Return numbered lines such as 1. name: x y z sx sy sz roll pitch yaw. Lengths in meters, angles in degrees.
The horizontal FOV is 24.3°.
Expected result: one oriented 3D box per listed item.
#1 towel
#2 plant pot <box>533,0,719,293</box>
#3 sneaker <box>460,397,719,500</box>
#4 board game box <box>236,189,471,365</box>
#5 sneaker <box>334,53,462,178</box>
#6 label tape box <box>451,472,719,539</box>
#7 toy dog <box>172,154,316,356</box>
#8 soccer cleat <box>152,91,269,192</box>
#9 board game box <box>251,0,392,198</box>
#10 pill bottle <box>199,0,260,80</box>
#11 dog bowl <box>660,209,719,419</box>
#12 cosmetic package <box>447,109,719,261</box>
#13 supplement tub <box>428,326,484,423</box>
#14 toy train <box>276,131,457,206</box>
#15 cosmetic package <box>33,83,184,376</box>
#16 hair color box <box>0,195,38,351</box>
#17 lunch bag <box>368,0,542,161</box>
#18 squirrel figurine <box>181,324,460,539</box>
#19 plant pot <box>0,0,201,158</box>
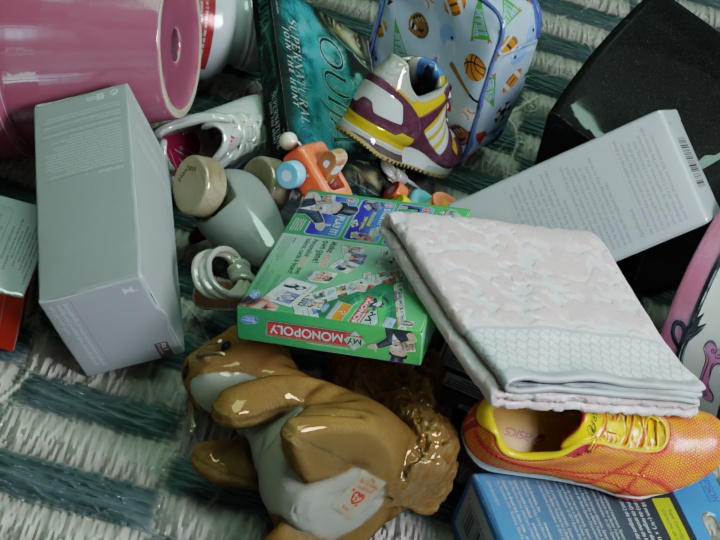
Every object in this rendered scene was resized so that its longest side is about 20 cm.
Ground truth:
1. towel: 0.133 0.028 1.207 0.200 0.032 0.191 6 37 -35
2. plant pot: 0.265 -0.098 1.525 0.177 0.200 0.199 -33 61 -32
3. sneaker: 0.173 0.122 1.197 0.200 0.077 0.073 2 70 -12
4. board game box: 0.000 0.000 1.246 0.134 0.029 0.200 9 29 11
5. sneaker: 0.055 -0.139 1.470 0.075 0.090 0.200 36 13 18
6. label tape box: 0.183 0.216 1.211 0.200 0.063 0.144 2 41 -20
7. toy dog: -0.095 -0.006 1.349 0.132 0.096 0.200 19 40 -25
8. soccer cleat: -0.110 -0.112 1.451 0.200 0.086 0.070 -24 94 -35
9. board game box: -0.034 -0.156 1.508 0.135 0.028 0.200 26 44 -40
10. pill bottle: -0.184 -0.236 1.555 0.200 0.112 0.112 3 41 -19
11. dog bowl: 0.308 0.028 1.385 0.074 0.200 0.200 24 38 19
12. cosmetic package: 0.186 -0.049 1.398 0.102 0.200 0.071 68 22 3
13. supplement tub: 0.113 0.068 1.310 0.200 0.123 0.123 23 39 6
14. toy train: 0.020 -0.065 1.417 0.200 0.056 0.150 -12 71 -58
15. cosmetic package: -0.193 -0.032 1.279 0.090 0.107 0.200 -12 50 7
16. hair color box: -0.343 -0.018 1.272 0.200 0.064 0.111 16 38 -6
17. lunch bag: 0.080 -0.213 1.567 0.160 0.200 0.076 40 47 23
18. squirrel figurine: -0.032 0.106 1.214 0.200 0.142 0.187 -9 35 -28
19. plant pot: -0.232 -0.191 1.375 0.179 0.200 0.200 2 37 11
